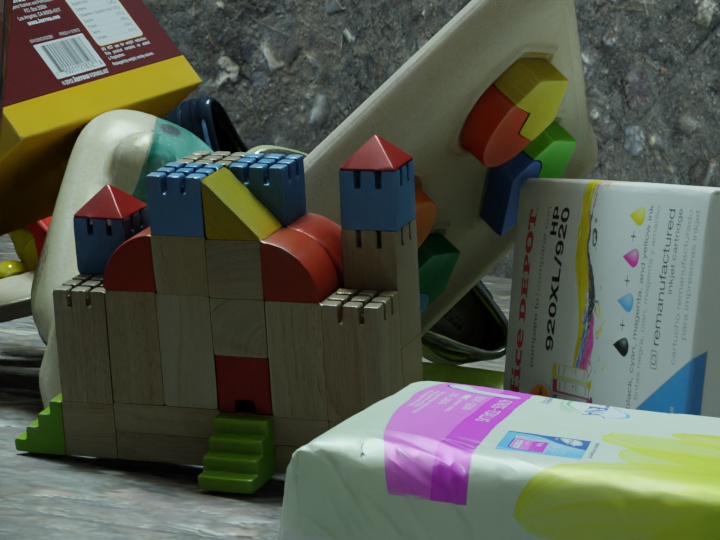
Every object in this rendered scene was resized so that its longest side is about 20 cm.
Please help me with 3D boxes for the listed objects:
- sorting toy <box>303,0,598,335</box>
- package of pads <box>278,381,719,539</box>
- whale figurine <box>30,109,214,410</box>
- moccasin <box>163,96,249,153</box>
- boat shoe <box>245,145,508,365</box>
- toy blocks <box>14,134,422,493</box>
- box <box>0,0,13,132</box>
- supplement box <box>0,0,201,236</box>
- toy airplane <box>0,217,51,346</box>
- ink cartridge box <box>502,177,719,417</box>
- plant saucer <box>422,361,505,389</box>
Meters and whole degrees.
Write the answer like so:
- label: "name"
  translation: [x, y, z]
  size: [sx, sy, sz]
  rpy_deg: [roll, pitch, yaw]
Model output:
- label: "sorting toy"
  translation: [0.044, -0.038, 1.020]
  size: [0.036, 0.185, 0.200]
  rpy_deg: [43, -8, 24]
- label: "package of pads"
  translation: [0.089, 0.083, 0.640]
  size: [0.199, 0.069, 0.154]
  rpy_deg: [7, 4, 12]
- label: "whale figurine"
  translation: [-0.112, 0.005, 1.081]
  size: [0.103, 0.160, 0.200]
  rpy_deg: [17, 27, -9]
- label: "moccasin"
  translation: [-0.060, -0.013, 1.276]
  size: [0.068, 0.200, 0.081]
  rpy_deg: [-30, 17, 26]
- label: "boat shoe"
  translation: [0.013, -0.010, 1.238]
  size: [0.200, 0.074, 0.065]
  rpy_deg: [32, -15, -27]
- label: "toy blocks"
  translation: [-0.053, 0.011, 0.900]
  size: [0.199, 0.138, 0.100]
  rpy_deg: [3, 16, 21]
- label: "box"
  translation: [-0.193, -0.021, 0.788]
  size: [0.106, 0.201, 0.152]
  rpy_deg: [6, 3, -6]
- label: "supplement box"
  translation: [-0.233, -0.129, 1.173]
  size: [0.133, 0.200, 0.197]
  rpy_deg: [-39, -5, 27]
- label: "toy airplane"
  translation: [-0.176, 0.005, 1.342]
  size: [0.199, 0.142, 0.200]
  rpy_deg: [15, 42, 9]
- label: "ink cartridge box"
  translation: [0.168, 0.037, 0.972]
  size: [0.144, 0.148, 0.200]
  rpy_deg: [5, 2, -19]
- label: "plant saucer"
  translation: [0.027, 0.072, 1.180]
  size: [0.199, 0.031, 0.200]
  rpy_deg: [5, 2, 0]
